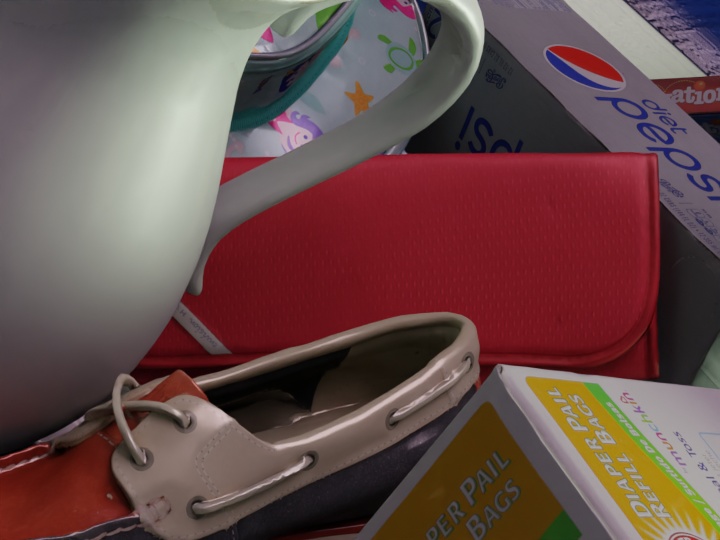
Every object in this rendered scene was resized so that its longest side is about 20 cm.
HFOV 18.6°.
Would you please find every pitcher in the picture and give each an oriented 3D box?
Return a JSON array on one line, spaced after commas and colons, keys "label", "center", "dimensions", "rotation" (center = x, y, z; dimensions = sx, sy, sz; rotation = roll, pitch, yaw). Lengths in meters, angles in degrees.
[{"label": "pitcher", "center": [-0.071, -0.033, 0.654], "dimensions": [0.171, 0.200, 0.122], "rotation": [20, 29, -32]}]

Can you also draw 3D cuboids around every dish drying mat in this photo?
[{"label": "dish drying mat", "center": [0.000, 0.000, 0.729], "dimensions": [0.199, 0.077, 0.018], "rotation": [-1, -2, 1]}]

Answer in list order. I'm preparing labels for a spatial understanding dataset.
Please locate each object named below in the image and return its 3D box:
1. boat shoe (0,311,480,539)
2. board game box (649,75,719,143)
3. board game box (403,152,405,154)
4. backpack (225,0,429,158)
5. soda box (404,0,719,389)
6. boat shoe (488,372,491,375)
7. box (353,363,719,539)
[{"label": "boat shoe", "center": [-0.048, 0.056, 0.637], "dimensions": [0.199, 0.063, 0.071], "rotation": [-9, 32, -32]}, {"label": "board game box", "center": [0.186, -0.050, 0.883], "dimensions": [0.103, 0.199, 0.020], "rotation": [46, 47, -59]}, {"label": "board game box", "center": [0.023, -0.021, 0.963], "dimensions": [0.200, 0.026, 0.200], "rotation": [38, 25, 4]}, {"label": "backpack", "center": [-0.073, -0.088, 0.808], "dimensions": [0.200, 0.151, 0.178], "rotation": [43, 47, -5]}, {"label": "soda box", "center": [0.089, -0.027, 0.803], "dimensions": [0.063, 0.069, 0.200], "rotation": [-1, 36, -36]}, {"label": "boat shoe", "center": [0.060, 0.051, 0.793], "dimensions": [0.073, 0.068, 0.200], "rotation": [15, 29, -17]}, {"label": "box", "center": [0.094, 0.106, 0.635], "dimensions": [0.199, 0.113, 0.102], "rotation": [10, 36, -48]}]
